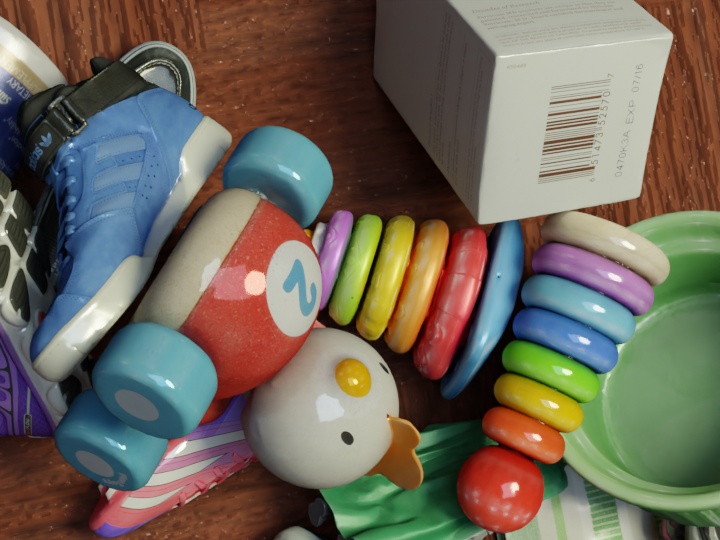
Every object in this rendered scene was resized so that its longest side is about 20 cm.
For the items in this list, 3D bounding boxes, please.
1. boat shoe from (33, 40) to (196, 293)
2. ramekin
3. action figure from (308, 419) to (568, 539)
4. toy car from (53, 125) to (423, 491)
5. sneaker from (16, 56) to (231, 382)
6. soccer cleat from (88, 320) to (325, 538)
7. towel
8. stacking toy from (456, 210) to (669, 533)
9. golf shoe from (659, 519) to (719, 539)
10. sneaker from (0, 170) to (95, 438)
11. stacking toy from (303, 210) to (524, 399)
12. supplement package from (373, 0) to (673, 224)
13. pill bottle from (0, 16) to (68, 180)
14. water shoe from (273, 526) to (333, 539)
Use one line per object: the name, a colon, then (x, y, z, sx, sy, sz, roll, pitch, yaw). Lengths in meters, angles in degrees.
boat shoe: (-0.159, -0.061, 0.791, 0.072, 0.071, 0.201, 25, 79, -12)
ramekin: (0.222, 0.071, 0.808, 0.098, 0.199, 0.201, 42, 71, -52)
action figure: (0.066, 0.142, 0.816, 0.199, 0.055, 0.118, -13, 50, -26)
toy car: (-0.037, 0.059, 0.708, 0.199, 0.177, 0.185, 33, 54, -8)
sneaker: (-0.161, -0.039, 0.694, 0.111, 0.077, 0.201, 35, 55, -12)
soccer cleat: (-0.089, 0.109, 0.801, 0.200, 0.067, 0.077, -46, 102, -17)
towel: (0.191, 0.165, 0.894, 0.199, 0.023, 0.154, -12, 89, -17)
stacking toy: (0.119, 0.069, 0.763, 0.085, 0.085, 0.201, 24, 83, -12)
golf shoe: (0.281, 0.120, 0.864, 0.072, 0.092, 0.201, 22, 77, -16)
sneaker: (-0.220, 0.024, 0.707, 0.083, 0.081, 0.201, -10, 121, 6)
stacking toy: (0.000, 0.000, 0.825, 0.199, 0.110, 0.117, 18, 65, -2)
supplement package: (0.094, -0.138, 0.792, 0.117, 0.200, 0.117, -10, 129, -16)
pill bottle: (-0.275, -0.062, 0.738, 0.111, 0.111, 0.201, 35, 77, -10)
water shoe: (0.028, 0.223, 0.831, 0.200, 0.071, 0.079, 37, 49, -8)
